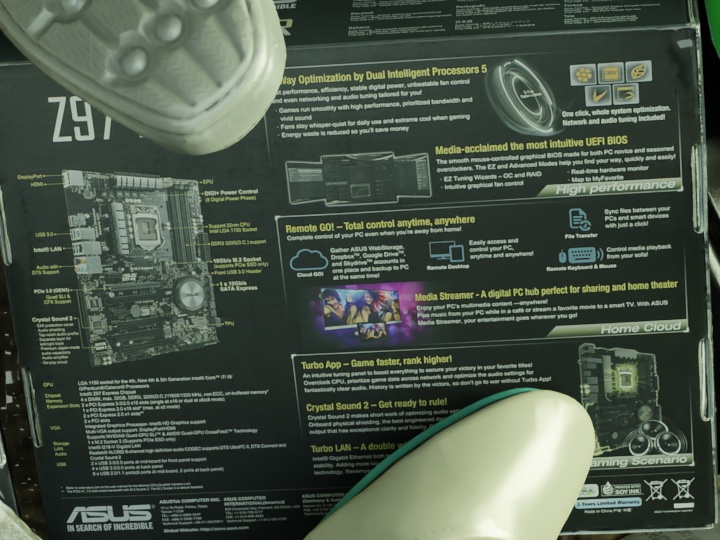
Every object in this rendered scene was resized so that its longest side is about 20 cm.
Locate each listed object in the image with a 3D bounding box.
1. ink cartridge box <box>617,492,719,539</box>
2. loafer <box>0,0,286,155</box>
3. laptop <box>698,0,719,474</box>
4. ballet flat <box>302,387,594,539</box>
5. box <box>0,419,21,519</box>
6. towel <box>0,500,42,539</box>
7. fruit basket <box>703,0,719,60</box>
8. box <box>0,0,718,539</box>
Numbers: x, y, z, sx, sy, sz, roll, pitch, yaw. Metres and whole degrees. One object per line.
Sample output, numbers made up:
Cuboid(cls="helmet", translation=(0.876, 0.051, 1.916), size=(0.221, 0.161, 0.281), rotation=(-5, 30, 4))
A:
Cuboid(cls="ink cartridge box", translation=(0.059, 0.154, 0.847), size=(0.199, 0.148, 0.086), rotation=(-23, 103, -7))
Cuboid(cls="loafer", translation=(-0.079, -0.097, 0.767), size=(0.070, 0.200, 0.070), rotation=(-39, 146, 0))
Cuboid(cls="laptop", translation=(0.079, -0.033, 0.878), size=(0.199, 0.103, 0.178), rotation=(-21, 113, 19))
Cuboid(cls="ballet flat", translation=(-0.009, 0.112, 0.789), size=(0.200, 0.069, 0.070), rotation=(-37, 103, 5))
Cuboid(cls="box", translation=(-0.197, 0.090, 0.840), size=(0.199, 0.049, 0.162), rotation=(-13, 103, -8))
Cuboid(cls="towel", translation=(-0.169, 0.097, 0.812), size=(0.149, 0.031, 0.200), rotation=(-41, 105, -1))
Cuboid(cls="fruit basket", translation=(0.172, -0.113, 0.825), size=(0.200, 0.093, 0.186), rotation=(-23, 105, -45))
Cuboid(cls="box", translation=(0.000, 0.000, 0.816), size=(0.199, 0.044, 0.161), rotation=(-3, 118, 6))
